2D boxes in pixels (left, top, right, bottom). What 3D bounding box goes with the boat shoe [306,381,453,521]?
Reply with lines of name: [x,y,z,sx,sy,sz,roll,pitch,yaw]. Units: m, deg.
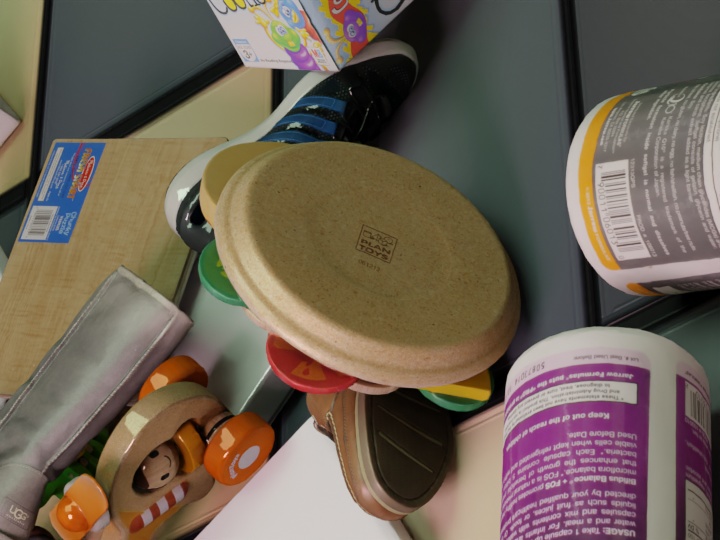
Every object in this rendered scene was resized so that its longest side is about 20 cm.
boat shoe: [0.007,0.080,1.643,0.068,0.072,0.200,-36,31,29]

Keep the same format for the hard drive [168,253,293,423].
hard drive: [-0.091,0.022,1.809,0.132,0.026,0.200,-56,37,-2]

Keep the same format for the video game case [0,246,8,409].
video game case: [-0.291,0.073,1.966,0.182,0.023,0.200,-62,35,18]

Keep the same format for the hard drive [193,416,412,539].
hard drive: [-0.027,0.189,1.624,0.132,0.026,0.200,-47,37,10]

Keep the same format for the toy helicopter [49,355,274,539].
toy helicopter: [-0.145,0.154,1.691,0.079,0.132,0.200,39,124,26]

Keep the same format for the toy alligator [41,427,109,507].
toy alligator: [-0.193,0.096,1.858,0.059,0.054,0.200,-48,24,39]

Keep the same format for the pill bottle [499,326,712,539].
pill bottle: [0.127,0.139,1.424,0.112,0.112,0.200,-24,46,34]

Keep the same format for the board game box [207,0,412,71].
board game box: [-0.005,-0.232,1.805,0.200,0.103,0.105,-45,31,-26]

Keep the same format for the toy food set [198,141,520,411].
toy food set: [0.000,0.000,1.619,0.198,0.200,0.049,-95,24,-45]

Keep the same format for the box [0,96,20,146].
box: [-0.419,-0.122,2.146,0.199,0.200,0.171,-50,39,5]

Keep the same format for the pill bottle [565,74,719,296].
pill bottle: [0.218,-0.051,1.470,0.200,0.116,0.116,-8,57,43]

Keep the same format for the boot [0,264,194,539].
boot: [-0.206,0.082,1.756,0.182,0.073,0.200,24,83,53]

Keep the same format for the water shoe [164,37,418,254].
water shoe: [-0.030,-0.070,1.773,0.200,0.072,0.079,-37,52,-11]

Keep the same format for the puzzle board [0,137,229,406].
puzzle board: [-0.175,-0.001,1.846,0.151,0.017,0.200,1,61,33]

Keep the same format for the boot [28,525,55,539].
boot: [-0.286,0.172,1.875,0.188,0.068,0.200,-47,44,31]
